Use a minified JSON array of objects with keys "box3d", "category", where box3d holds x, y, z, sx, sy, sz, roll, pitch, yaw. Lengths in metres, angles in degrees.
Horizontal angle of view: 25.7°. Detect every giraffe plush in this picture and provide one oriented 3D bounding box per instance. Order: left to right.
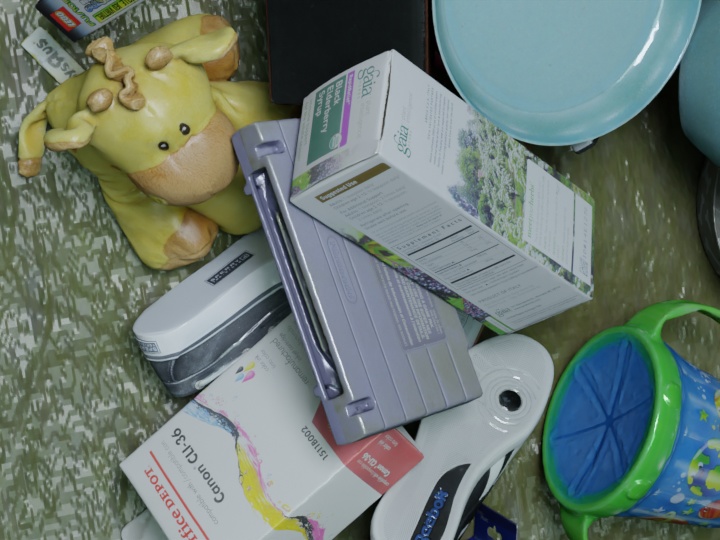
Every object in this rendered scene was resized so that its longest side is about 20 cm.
[{"box3d":[-0.126,-0.097,1.005,0.200,0.162,0.173,28,86,-13],"category":"giraffe plush"}]

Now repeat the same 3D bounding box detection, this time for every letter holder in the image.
[{"box3d":[-0.001,-0.221,0.995,0.100,0.142,0.201,2,117,8],"category":"letter holder"}]

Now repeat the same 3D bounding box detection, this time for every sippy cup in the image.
[{"box3d":[0.219,0.122,1.121,0.130,0.140,0.178,19,126,-24],"category":"sippy cup"}]

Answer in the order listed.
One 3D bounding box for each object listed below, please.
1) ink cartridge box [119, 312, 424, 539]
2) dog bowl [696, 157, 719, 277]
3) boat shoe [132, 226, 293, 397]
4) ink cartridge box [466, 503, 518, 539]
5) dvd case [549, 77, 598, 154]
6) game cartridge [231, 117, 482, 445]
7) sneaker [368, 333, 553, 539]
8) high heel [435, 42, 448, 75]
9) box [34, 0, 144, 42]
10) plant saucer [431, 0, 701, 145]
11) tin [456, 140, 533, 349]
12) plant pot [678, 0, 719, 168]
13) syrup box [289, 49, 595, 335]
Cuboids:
[{"box3d":[-0.074,0.138,1.034,0.200,0.068,0.117,-42,56,1],"category":"ink cartridge box"},{"box3d":[0.341,-0.050,1.174,0.199,0.059,0.201,0,91,-13],"category":"dog bowl"},{"box3d":[-0.057,0.015,1.076,0.200,0.072,0.068,-36,120,-20],"category":"boat shoe"},{"box3d":[0.077,0.266,1.100,0.039,0.099,0.201,1,91,-12],"category":"ink cartridge box"},{"box3d":[0.117,-0.188,1.084,0.018,0.143,0.200,-29,101,29],"category":"dvd case"},{"box3d":[0.000,0.000,0.987,0.129,0.038,0.201,-10,78,-54],"category":"game cartridge"},{"box3d":[0.059,0.138,1.101,0.073,0.112,0.200,33,60,9],"category":"sneaker"},{"box3d":[0.049,-0.179,1.079,0.067,0.096,0.200,-41,100,-9],"category":"high heel"},{"box3d":[-0.120,-0.239,0.986,0.035,0.110,0.200,42,52,-26],"category":"box"},{"box3d":[0.127,-0.179,0.988,0.199,0.027,0.201,-9,110,-25],"category":"plant saucer"},{"box3d":[0.059,-0.011,1.094,0.112,0.042,0.201,28,85,-48],"category":"tin"},{"box3d":[0.288,-0.130,1.051,0.134,0.200,0.201,7,90,23],"category":"plant pot"},{"box3d":[0.055,-0.044,0.982,0.200,0.081,0.079,31,50,-34],"category":"syrup box"}]
